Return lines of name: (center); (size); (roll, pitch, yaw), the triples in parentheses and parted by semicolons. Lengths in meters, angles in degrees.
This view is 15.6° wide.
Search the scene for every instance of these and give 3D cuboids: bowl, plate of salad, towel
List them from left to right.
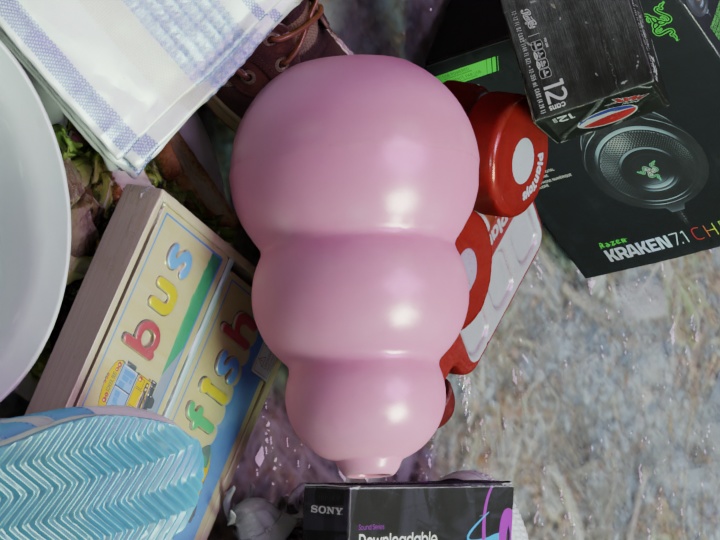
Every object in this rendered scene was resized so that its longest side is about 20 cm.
bowl: (-0.229, -0.024, 1.151); (0.200, 0.090, 0.203); (10, 76, -45)
plate of salad: (-0.130, -0.028, 1.291); (0.199, 0.048, 0.202); (9, 77, -47)
towel: (-0.089, -0.162, 1.246); (0.200, 0.024, 0.147); (-47, 119, -10)

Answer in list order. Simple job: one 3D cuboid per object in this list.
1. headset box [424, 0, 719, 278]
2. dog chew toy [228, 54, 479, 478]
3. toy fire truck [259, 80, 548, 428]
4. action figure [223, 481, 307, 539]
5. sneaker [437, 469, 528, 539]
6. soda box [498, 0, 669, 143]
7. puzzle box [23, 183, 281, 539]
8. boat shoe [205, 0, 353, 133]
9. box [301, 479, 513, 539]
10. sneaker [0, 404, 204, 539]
headset box: (0.160, -0.111, 1.521); (0.200, 0.173, 0.093); (51, 42, -30)
dog chew toy: (0.000, 0.000, 1.279); (0.124, 0.124, 0.202); (7, 75, -46)
toy fire truck: (0.038, -0.001, 1.437); (0.201, 0.111, 0.168); (-62, 144, -33)
action figure: (-0.031, 0.196, 1.336); (0.130, 0.069, 0.201); (-50, 126, -51)
sneaker: (0.053, 0.218, 1.433); (0.115, 0.075, 0.201); (-19, 93, -46)
soda box: (0.102, -0.175, 1.399); (0.063, 0.070, 0.201); (30, 43, -74)
puzzle box: (-0.106, 0.075, 1.273); (0.133, 0.025, 0.201); (40, 66, -48)
boat shoe: (-0.053, -0.125, 1.336); (0.200, 0.072, 0.072); (40, 55, -14)
box: (0.021, 0.205, 1.317); (0.143, 0.036, 0.202); (6, 88, -53)
sneaker: (-0.166, 0.094, 1.161); (0.199, 0.081, 0.077); (-7, 109, -24)
